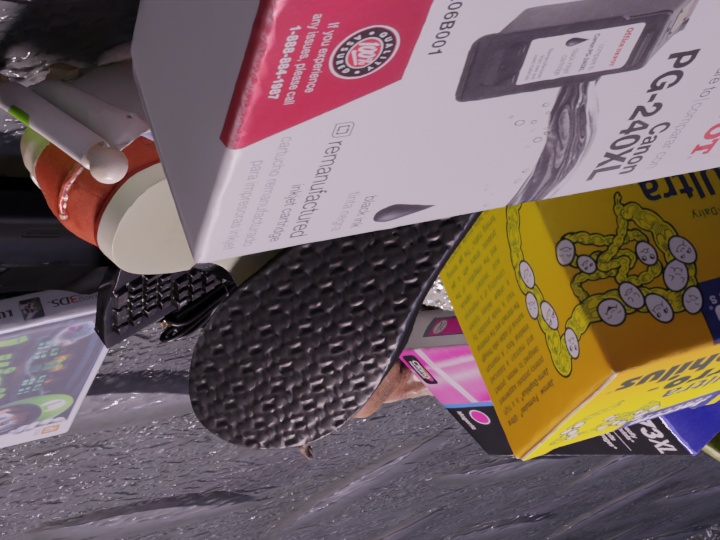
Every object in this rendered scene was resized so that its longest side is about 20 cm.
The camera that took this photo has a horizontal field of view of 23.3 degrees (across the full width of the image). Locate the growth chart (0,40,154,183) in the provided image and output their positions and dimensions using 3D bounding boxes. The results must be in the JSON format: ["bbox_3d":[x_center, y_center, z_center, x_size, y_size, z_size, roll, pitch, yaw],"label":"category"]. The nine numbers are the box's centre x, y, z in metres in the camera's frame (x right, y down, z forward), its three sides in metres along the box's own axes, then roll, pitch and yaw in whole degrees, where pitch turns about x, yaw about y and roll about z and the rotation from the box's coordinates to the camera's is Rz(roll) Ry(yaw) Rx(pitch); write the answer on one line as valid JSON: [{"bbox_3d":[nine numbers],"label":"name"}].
[{"bbox_3d":[-0.034,-0.075,0.673,0.200,0.145,0.018,-15,117,-22],"label":"growth chart"}]

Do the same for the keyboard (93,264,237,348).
[{"bbox_3d":[-0.046,-0.017,0.875,0.200,0.021,0.127,-31,165,-21],"label":"keyboard"}]

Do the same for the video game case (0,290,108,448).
[{"bbox_3d":[-0.234,0.069,0.977,0.182,0.023,0.200,-13,160,-25],"label":"video game case"}]

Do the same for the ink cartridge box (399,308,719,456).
[{"bbox_3d":[0.115,0.056,0.911,0.200,0.095,0.037,-10,-141,49],"label":"ink cartridge box"}]

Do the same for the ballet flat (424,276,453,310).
[{"bbox_3d":[0.021,-0.004,0.928,0.072,0.072,0.200,-18,176,-11],"label":"ballet flat"}]

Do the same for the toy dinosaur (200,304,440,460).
[{"bbox_3d":[-0.007,0.041,1.073,0.136,0.086,0.200,-39,141,16],"label":"toy dinosaur"}]

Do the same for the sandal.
[{"bbox_3d":[0.001,0.000,0.745,0.200,0.075,0.048,-51,176,22],"label":"sandal"}]

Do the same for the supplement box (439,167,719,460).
[{"bbox_3d":[0.096,-0.036,0.773,0.109,0.200,0.110,-14,161,-23],"label":"supplement box"}]

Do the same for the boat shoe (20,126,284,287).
[{"bbox_3d":[-0.065,-0.032,0.752,0.071,0.063,0.200,-60,155,13],"label":"boat shoe"}]

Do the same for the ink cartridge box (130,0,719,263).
[{"bbox_3d":[0.044,-0.086,0.521,0.200,0.083,0.145,-11,155,-20],"label":"ink cartridge box"}]

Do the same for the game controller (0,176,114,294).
[{"bbox_3d":[-0.170,-0.015,0.806,0.104,0.042,0.200,-19,167,41],"label":"game controller"}]

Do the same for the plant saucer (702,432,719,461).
[{"bbox_3d":[0.262,0.035,0.935,0.200,0.048,0.200,34,124,-22],"label":"plant saucer"}]
